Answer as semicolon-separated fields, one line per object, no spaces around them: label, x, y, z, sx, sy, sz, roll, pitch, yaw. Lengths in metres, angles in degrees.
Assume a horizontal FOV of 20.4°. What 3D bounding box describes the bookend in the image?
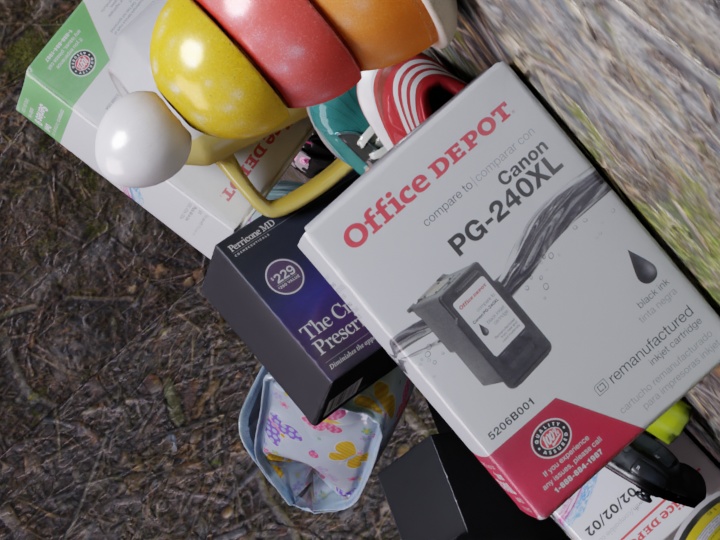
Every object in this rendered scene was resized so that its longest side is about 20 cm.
bookend;0.090;0.146;1.629;0.199;0.092;0.200;-3;-117;-41

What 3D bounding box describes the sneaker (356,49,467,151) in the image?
sneaker;0.074;-0.042;1.216;0.200;0.078;0.116;50;178;-26

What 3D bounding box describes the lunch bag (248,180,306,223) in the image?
lunch bag;-0.005;-0.025;1.734;0.198;0.078;0.160;5;166;10

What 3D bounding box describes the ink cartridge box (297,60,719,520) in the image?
ink cartridge box;0.081;0.010;1.079;0.200;0.145;0.083;49;178;0

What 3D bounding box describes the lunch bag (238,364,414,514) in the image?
lunch bag;-0.018;0.087;1.642;0.126;0.170;0.201;21;149;6

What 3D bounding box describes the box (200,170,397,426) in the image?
box;0.000;0.000;1.530;0.141;0.199;0.079;47;150;16

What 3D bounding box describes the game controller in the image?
game controller;0.157;0.114;1.434;0.199;0.042;0.104;31;177;35

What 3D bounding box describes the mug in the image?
mug;-0.086;-0.139;1.439;0.187;0.153;0.149;54;172;8

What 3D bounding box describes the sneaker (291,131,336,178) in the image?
sneaker;-0.027;-0.118;1.660;0.077;0.084;0.200;47;176;26

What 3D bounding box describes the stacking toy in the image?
stacking toy;-0.062;-0.121;1.041;0.146;0.200;0.146;49;177;4

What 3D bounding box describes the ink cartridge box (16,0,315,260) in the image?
ink cartridge box;-0.142;-0.129;1.543;0.199;0.146;0.088;36;156;-2

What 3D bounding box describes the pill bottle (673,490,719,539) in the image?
pill bottle;0.259;0.198;1.157;0.111;0.111;0.200;50;176;-13

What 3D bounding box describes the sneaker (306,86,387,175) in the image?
sneaker;0.043;-0.071;1.418;0.200;0.071;0.080;43;179;-30

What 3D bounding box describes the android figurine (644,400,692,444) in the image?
android figurine;0.138;0.052;1.402;0.199;0.041;0.182;35;177;1

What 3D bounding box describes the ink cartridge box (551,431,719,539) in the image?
ink cartridge box;0.202;0.164;1.506;0.200;0.115;0.068;47;177;27
